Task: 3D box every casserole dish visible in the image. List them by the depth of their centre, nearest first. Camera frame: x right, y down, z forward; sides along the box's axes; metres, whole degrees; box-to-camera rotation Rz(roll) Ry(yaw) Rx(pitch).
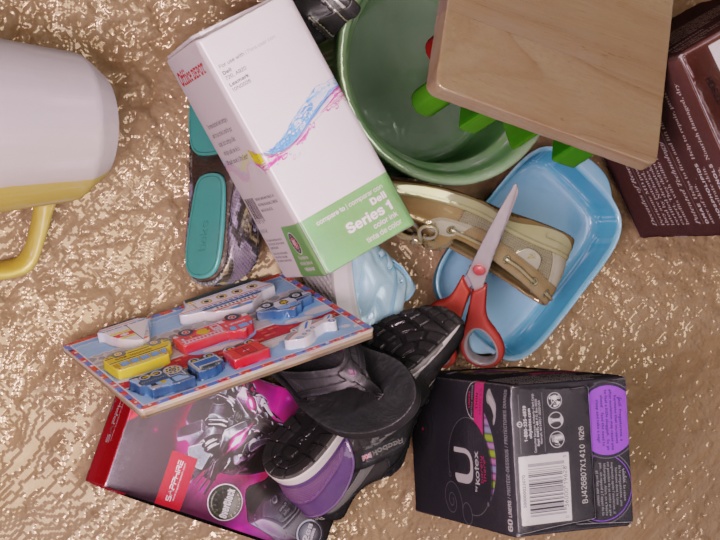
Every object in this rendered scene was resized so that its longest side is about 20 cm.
[{"bbox_3d":[0.139,-0.014,1.792,0.121,0.039,0.200,43,74,-16],"label":"casserole dish"}]

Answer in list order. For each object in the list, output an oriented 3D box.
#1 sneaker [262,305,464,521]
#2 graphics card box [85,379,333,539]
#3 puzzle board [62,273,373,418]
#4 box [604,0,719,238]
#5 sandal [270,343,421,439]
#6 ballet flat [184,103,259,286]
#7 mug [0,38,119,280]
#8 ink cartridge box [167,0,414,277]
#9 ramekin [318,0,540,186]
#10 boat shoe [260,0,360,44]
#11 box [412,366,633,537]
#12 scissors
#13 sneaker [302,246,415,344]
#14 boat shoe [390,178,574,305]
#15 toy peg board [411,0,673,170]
[{"bbox_3d":[0.013,0.116,1.677,0.200,0.076,0.088,-43,128,-11],"label":"sneaker"},{"bbox_3d":[-0.106,0.145,1.684,0.200,0.051,0.126,22,80,-22],"label":"graphics card box"},{"bbox_3d":[-0.112,0.051,1.612,0.200,0.151,0.017,-18,116,-26],"label":"puzzle board"},{"bbox_3d":[0.316,-0.136,1.778,0.166,0.200,0.164,-30,100,-19],"label":"box"},{"bbox_3d":[-0.037,0.072,1.638,0.075,0.200,0.048,-53,140,-11],"label":"sandal"},{"bbox_3d":[-0.104,-0.086,1.687,0.072,0.072,0.201,5,88,-22],"label":"ballet flat"},{"bbox_3d":[-0.276,-0.100,1.591,0.153,0.187,0.150,-2,57,-31],"label":"mug"},{"bbox_3d":[-0.056,-0.100,1.583,0.084,0.145,0.200,-30,96,-12],"label":"ink cartridge box"},{"bbox_3d":[0.056,-0.168,1.728,0.200,0.098,0.201,0,89,-22],"label":"ramekin"},{"bbox_3d":[-0.061,-0.269,1.664,0.072,0.068,0.200,13,46,-57],"label":"boat shoe"},{"bbox_3d":[0.126,0.143,1.696,0.106,0.200,0.123,-3,91,-22],"label":"box"},{"bbox_3d":[0.087,0.006,1.698,0.073,0.200,0.014,11,40,10],"label":"scissors"},{"bbox_3d":[0.000,0.000,1.722,0.082,0.074,0.200,-16,105,-27],"label":"sneaker"},{"bbox_3d":[0.084,-0.027,1.714,0.200,0.073,0.063,18,87,-30],"label":"boat shoe"},{"bbox_3d":[0.137,-0.189,1.672,0.200,0.098,0.200,18,67,-22],"label":"toy peg board"}]
